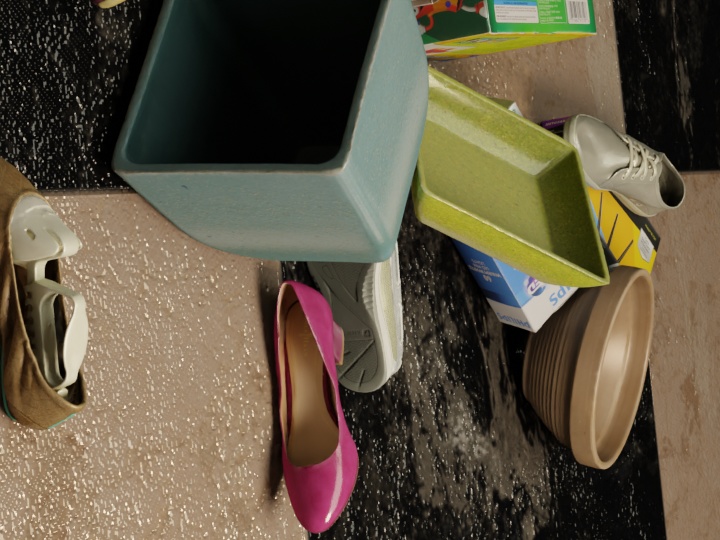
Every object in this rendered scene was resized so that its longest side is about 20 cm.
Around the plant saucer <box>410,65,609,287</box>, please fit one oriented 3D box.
[{"bbox_3d":[0.111,-0.075,1.849,0.200,0.048,0.200,26,33,-24],"label":"plant saucer"}]

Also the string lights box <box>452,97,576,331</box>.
[{"bbox_3d":[0.138,-0.052,2.000,0.103,0.059,0.200,-44,122,-21],"label":"string lights box"}]

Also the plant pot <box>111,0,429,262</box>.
[{"bbox_3d":[-0.047,-0.106,1.680,0.200,0.196,0.196,57,41,-53],"label":"plant pot"}]

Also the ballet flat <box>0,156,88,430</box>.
[{"bbox_3d":[-0.225,0.012,1.490,0.068,0.072,0.201,-11,94,-56],"label":"ballet flat"}]

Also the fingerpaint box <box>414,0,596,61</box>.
[{"bbox_3d":[0.091,-0.234,1.910,0.200,0.167,0.074,-9,92,-55],"label":"fingerpaint box"}]

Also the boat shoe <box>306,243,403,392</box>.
[{"bbox_3d":[0.002,0.001,1.833,0.065,0.074,0.202,-29,113,-60],"label":"boat shoe"}]

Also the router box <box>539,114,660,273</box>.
[{"bbox_3d":[0.230,-0.038,2.187,0.200,0.051,0.149,51,46,-37],"label":"router box"}]

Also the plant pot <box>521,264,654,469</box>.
[{"bbox_3d":[0.217,0.087,2.089,0.201,0.093,0.201,12,90,-71],"label":"plant pot"}]

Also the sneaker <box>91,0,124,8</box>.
[{"bbox_3d":[-0.196,-0.294,1.592,0.090,0.075,0.200,27,56,-42],"label":"sneaker"}]

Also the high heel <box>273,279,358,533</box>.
[{"bbox_3d":[-0.049,0.110,1.739,0.096,0.067,0.200,49,32,-54],"label":"high heel"}]

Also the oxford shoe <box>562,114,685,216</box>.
[{"bbox_3d":[0.269,-0.109,2.164,0.200,0.058,0.075,29,61,-47],"label":"oxford shoe"}]

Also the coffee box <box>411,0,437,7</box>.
[{"bbox_3d":[-0.009,-0.254,1.736,0.114,0.200,0.080,-41,119,-51],"label":"coffee box"}]
